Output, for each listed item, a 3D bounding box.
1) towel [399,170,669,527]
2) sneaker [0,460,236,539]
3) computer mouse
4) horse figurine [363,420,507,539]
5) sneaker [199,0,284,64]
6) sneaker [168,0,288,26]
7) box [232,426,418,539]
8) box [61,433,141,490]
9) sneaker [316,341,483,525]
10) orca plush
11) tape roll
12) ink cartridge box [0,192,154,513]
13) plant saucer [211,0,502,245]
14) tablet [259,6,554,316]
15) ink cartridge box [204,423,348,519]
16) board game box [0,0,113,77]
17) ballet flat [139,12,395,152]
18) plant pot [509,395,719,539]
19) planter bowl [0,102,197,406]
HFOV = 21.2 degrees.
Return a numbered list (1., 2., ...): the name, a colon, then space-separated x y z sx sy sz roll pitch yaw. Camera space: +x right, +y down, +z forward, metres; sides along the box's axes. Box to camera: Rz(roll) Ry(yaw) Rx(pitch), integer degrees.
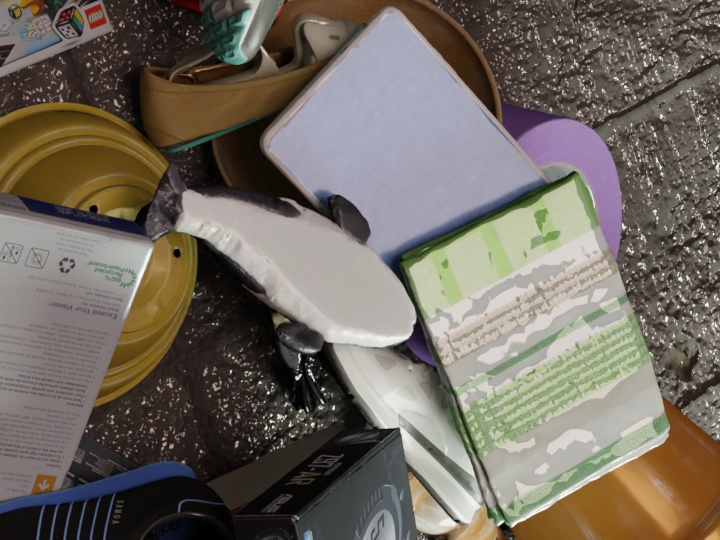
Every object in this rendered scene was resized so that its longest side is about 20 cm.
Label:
1. towel: 0.117 0.053 1.289 0.149 0.031 0.201 -26 105 -19
2. sneaker: -0.168 0.173 1.141 0.199 0.078 0.070 -21 122 -24
3. computer mouse: 0.000 0.000 1.365 0.200 0.044 0.110 -46 133 -30
4. horse figurine: 0.048 0.190 1.404 0.200 0.050 0.133 35 74 -26
5. sneaker: -0.036 -0.216 1.239 0.091 0.077 0.201 28 73 -29
6. sneaker: -0.048 -0.217 1.311 0.200 0.067 0.109 1 87 -33
7. box: -0.009 0.217 1.190 0.160 0.043 0.201 -30 114 -62
8. box: -0.242 0.153 1.183 0.200 0.051 0.158 34 71 -34
9. sneaker: 0.054 0.072 1.317 0.115 0.076 0.201 -41 119 -2
10. orca plush: -0.062 0.002 1.218 0.199 0.071 0.106 11 75 -32
11. tape roll: 0.108 -0.018 1.402 0.200 0.065 0.201 -20 117 -44
12. ink cartridge box: -0.241 0.048 1.108 0.196 0.043 0.201 13 108 -36
13. plant saucer: -0.004 -0.099 1.317 0.199 0.035 0.201 1 73 -2
14. tablet: 0.041 -0.059 1.263 0.130 0.014 0.200 -47 109 -9
15. ink cartridge box: -0.035 0.228 1.302 0.146 0.083 0.201 -23 105 -17
16. board game box: -0.258 -0.172 1.174 0.199 0.035 0.127 -29 108 -33
17. ballet flat: -0.051 -0.135 1.267 0.199 0.069 0.063 -19 113 -7
18. plant pot: 0.185 0.164 1.435 0.200 0.200 0.184 -43 99 -28
19. planter bowl: -0.168 -0.007 1.216 0.200 0.083 0.202 -1 92 -38
